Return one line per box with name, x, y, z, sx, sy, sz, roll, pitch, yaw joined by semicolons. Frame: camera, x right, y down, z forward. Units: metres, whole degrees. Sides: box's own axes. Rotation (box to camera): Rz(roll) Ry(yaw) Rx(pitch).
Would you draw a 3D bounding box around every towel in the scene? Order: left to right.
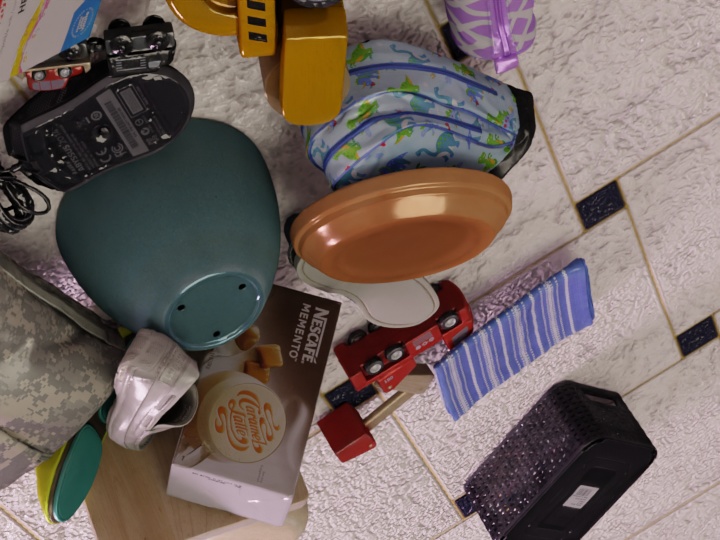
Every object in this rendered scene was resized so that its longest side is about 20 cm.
towel;0.167;0.075;1.851;0.199;0.024;0.145;-36;153;-8

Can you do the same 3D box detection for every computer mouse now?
computer mouse;-0.231;-0.122;1.399;0.198;0.053;0.139;-22;132;0

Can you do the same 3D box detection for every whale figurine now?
whale figurine;-0.149;0.249;1.833;0.199;0.105;0.159;-24;150;33

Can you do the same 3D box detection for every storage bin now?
storage bin;0.237;0.239;2.059;0.134;0.094;0.200;16;123;-42

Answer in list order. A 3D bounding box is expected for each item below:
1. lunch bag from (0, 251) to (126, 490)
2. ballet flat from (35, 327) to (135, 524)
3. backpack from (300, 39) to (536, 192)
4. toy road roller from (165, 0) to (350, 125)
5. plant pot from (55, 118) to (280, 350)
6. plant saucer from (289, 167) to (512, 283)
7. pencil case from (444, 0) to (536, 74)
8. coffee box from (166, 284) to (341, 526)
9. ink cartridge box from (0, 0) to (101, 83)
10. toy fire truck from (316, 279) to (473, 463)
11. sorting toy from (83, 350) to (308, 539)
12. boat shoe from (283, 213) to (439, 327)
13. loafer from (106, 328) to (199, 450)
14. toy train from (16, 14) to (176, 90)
lunch bag;-0.313;0.072;1.472;0.167;0.140;0.200;-34;137;14
ballet flat;-0.257;0.136;1.568;0.066;0.201;0.067;10;149;21
backpack;0.036;-0.122;1.512;0.162;0.155;0.199;-30;134;31
toy road roller;-0.083;-0.214;1.344;0.144;0.124;0.201;-6;137;-7
plant pot;-0.149;-0.011;1.501;0.198;0.135;0.201;-18;139;-16
plant saucer;0.038;-0.033;1.518;0.198;0.038;0.200;-9;161;-3
pencil case;0.105;-0.265;1.434;0.083;0.086;0.201;-23;142;-7
coffee box;-0.096;0.117;1.590;0.113;0.201;0.080;16;150;-2
ink cartridge box;-0.255;-0.195;1.207;0.200;0.067;0.117;-43;162;-53
toy fire truck;0.037;0.106;1.818;0.199;0.049;0.141;-31;143;-3
sorting toy;-0.177;0.167;1.636;0.197;0.201;0.070;-16;157;-18
boat shoe;0.000;0.000;1.670;0.199;0.062;0.075;21;121;-42
loafer;-0.178;0.116;1.508;0.070;0.069;0.200;-61;178;-24
toy train;-0.240;-0.161;1.331;0.198;0.034;0.046;-8;131;-7
